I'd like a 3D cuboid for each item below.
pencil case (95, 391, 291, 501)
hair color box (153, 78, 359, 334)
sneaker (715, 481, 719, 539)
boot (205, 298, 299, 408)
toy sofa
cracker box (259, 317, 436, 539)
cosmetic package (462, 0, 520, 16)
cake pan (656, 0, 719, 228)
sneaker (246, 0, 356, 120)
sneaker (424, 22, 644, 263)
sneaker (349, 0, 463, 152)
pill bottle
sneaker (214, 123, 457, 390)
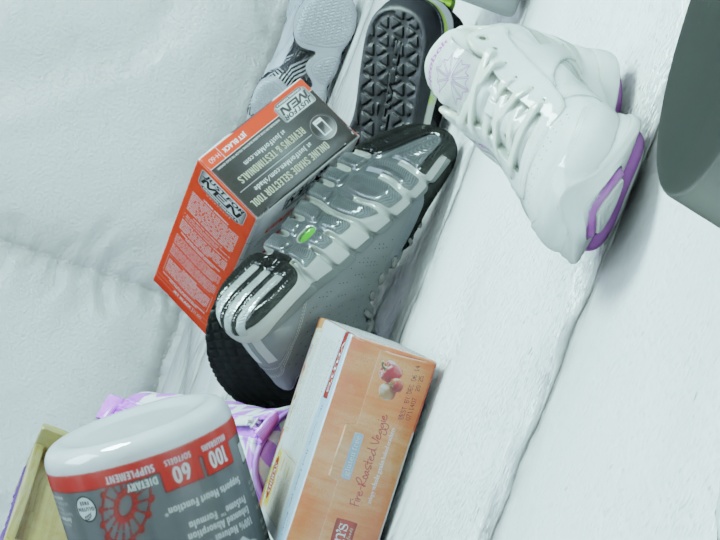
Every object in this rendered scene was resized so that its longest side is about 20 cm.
[{"bbox_3d":[-0.095,0.124,1.824,0.200,0.085,0.084,-2,54,51],"label":"pencil case"},{"bbox_3d":[-0.074,-0.041,1.866,0.101,0.061,0.200,-40,-9,-27],"label":"hair color box"},{"bbox_3d":[0.133,0.026,0.679,0.200,0.066,0.091,-79,8,-61],"label":"sneaker"},{"bbox_3d":[-0.056,0.039,1.895,0.200,0.068,0.131,78,-163,-46],"label":"boot"},{"bbox_3d":[-0.222,0.203,1.958,0.200,0.083,0.098,-86,18,-67],"label":"toy sofa"},{"bbox_3d":[-0.011,0.104,1.641,0.200,0.058,0.134,-159,88,-84],"label":"cracker box"},{"bbox_3d":[0.059,-0.302,1.741,0.165,0.165,0.200,-82,13,-63],"label":"cosmetic package"},{"bbox_3d":[0.157,-0.102,0.968,0.200,0.037,0.201,-160,90,-83],"label":"cake pan"},{"bbox_3d":[-0.059,-0.226,2.872,0.115,0.075,0.200,-83,19,-64],"label":"sneaker"},{"bbox_3d":[0.075,-0.064,1.250,0.200,0.099,0.075,-95,27,-70],"label":"sneaker"},{"bbox_3d":[0.034,-0.101,1.911,0.083,0.072,0.200,-10,-59,-60],"label":"sneaker"},{"bbox_3d":[-0.106,0.183,1.604,0.116,0.116,0.200,-125,18,-82],"label":"pill bottle"},{"bbox_3d":[0.000,0.000,1.787,0.200,0.116,0.075,-42,39,-13],"label":"sneaker"}]
